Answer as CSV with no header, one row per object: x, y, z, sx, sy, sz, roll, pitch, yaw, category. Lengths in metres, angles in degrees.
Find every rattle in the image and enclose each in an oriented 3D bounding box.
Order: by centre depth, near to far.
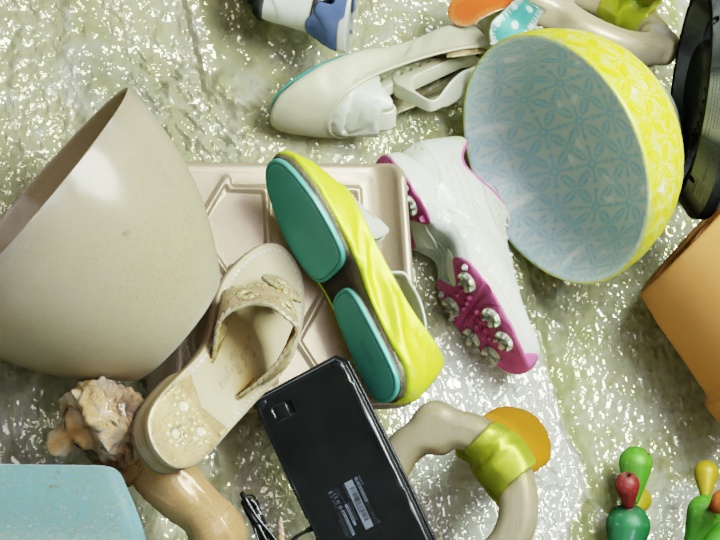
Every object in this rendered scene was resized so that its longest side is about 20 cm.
0.058,0.197,1.215,0.129,0.143,0.202,18,96,-1,rattle
0.184,-0.242,1.319,0.198,0.143,0.131,11,48,-28,rattle

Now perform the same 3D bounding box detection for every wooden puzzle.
-0.061,0.014,1.216,0.198,0.046,0.187,-1,76,-9,wooden puzzle

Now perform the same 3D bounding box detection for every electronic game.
0.273,-0.140,1.274,0.041,0.200,0.202,6,71,1,electronic game

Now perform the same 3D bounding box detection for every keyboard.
-0.021,0.174,1.152,0.126,0.021,0.202,-27,82,8,keyboard

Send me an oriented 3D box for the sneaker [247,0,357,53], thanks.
-0.049,-0.267,1.288,0.114,0.081,0.201,11,58,0,sneaker

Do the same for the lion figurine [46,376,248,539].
-0.127,0.151,1.114,0.199,0.122,0.073,38,65,-6,lion figurine

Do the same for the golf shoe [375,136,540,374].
0.092,-0.018,1.275,0.091,0.075,0.201,-30,87,-28,golf shoe

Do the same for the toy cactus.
0.227,0.240,1.244,0.164,0.102,0.202,-24,92,-15,toy cactus

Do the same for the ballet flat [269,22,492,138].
0.025,-0.142,1.285,0.199,0.069,0.070,-25,84,-24,ballet flat

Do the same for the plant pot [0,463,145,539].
-0.206,0.231,1.010,0.194,0.196,0.202,1,59,0,plant pot

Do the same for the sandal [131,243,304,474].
-0.071,0.052,1.103,0.078,0.069,0.212,51,46,-17,sandal

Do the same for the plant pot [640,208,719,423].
0.314,0.016,1.282,0.140,0.200,0.200,43,64,4,plant pot

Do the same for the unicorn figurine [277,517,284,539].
-0.019,0.289,1.104,0.136,0.074,0.202,14,99,7,unicorn figurine

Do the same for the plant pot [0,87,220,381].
-0.173,-0.004,1.113,0.134,0.200,0.201,41,64,-15,plant pot

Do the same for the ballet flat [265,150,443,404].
0.000,0.000,1.179,0.067,0.067,0.201,-24,84,-35,ballet flat

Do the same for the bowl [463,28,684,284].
0.183,-0.102,1.270,0.107,0.200,0.201,-26,84,-32,bowl
